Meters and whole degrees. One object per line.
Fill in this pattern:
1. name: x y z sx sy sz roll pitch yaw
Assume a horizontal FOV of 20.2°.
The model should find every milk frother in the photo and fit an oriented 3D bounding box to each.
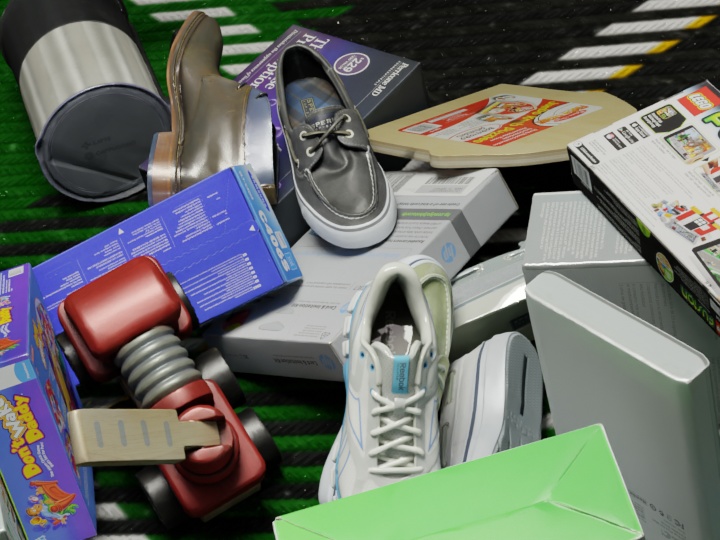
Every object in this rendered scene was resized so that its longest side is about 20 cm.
1. milk frother: -0.211 -0.198 1.693 0.180 0.200 0.188 -19 42 -8

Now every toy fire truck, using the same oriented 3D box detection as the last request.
1. toy fire truck: -0.144 0.077 1.338 0.129 0.200 0.176 -29 78 -11

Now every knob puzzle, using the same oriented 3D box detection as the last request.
1. knob puzzle: 0.126 -0.100 1.554 0.219 0.031 0.220 -5 18 2

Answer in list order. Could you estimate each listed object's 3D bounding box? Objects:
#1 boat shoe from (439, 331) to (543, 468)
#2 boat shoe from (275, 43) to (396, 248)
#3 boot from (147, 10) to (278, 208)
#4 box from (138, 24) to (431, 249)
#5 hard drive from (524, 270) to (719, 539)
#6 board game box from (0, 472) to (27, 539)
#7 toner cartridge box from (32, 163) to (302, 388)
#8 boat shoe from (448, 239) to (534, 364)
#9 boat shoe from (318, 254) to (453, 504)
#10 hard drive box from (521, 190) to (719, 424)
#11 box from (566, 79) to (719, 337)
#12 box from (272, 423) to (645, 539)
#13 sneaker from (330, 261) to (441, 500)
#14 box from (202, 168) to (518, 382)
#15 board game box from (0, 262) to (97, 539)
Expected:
1. boat shoe: 0.082 0.131 1.349 0.067 0.074 0.200 -24 33 31
2. boat shoe: -0.024 -0.100 1.513 0.070 0.066 0.200 -16 44 0
3. boot: -0.102 -0.120 1.564 0.097 0.075 0.200 2 54 7
4. box: -0.056 -0.098 1.626 0.141 0.079 0.200 22 54 32
5. hard drive: 0.167 0.103 1.238 0.026 0.200 0.132 -37 45 -23
6. board game box: -0.256 0.161 1.355 0.064 0.148 0.200 -19 41 -5
7. toner cartridge box: -0.151 0.007 1.485 0.200 0.095 0.043 -25 -1 17
8. boat shoe: 0.132 0.002 1.458 0.201 0.070 0.072 -23 47 -3
9. boat shoe: 0.031 0.083 1.367 0.062 0.072 0.200 -10 60 53
10. hard drive box: 0.219 0.025 1.342 0.200 0.156 0.077 -2 42 15
11. box: 0.225 -0.039 1.265 0.110 0.035 0.200 -24 41 -10
12. box: 0.070 0.202 1.181 0.200 0.177 0.097 -16 41 0
13. sneaker: 0.018 0.087 1.285 0.075 0.087 0.200 -2 70 -5
14. box: 0.000 0.000 1.488 0.156 0.041 0.200 1 39 51
15. board game box: -0.225 0.090 1.381 0.045 0.135 0.200 -19 18 -3
